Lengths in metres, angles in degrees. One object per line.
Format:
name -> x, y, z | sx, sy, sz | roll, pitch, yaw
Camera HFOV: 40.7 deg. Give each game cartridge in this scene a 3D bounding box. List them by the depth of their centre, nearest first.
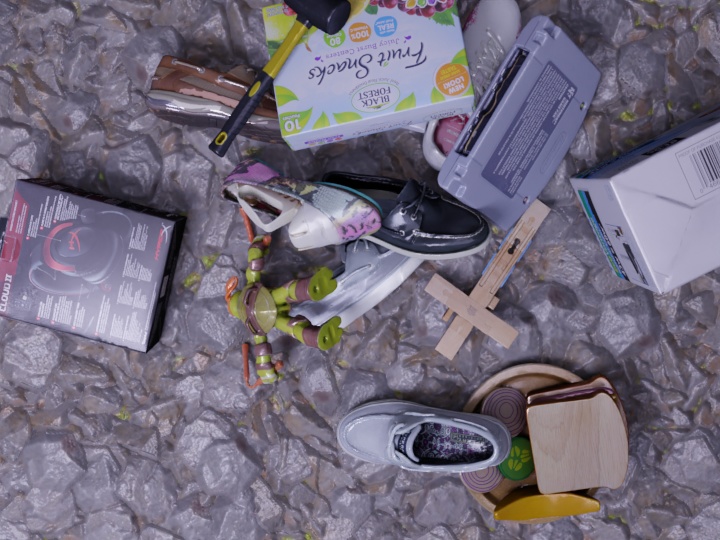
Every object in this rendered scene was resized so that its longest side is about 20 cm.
game cartridge -> 0.173, -0.149, 1.029 | 0.132, 0.041, 0.202 | 29, 94, -41

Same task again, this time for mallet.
mallet -> -0.079, -0.195, 0.959 | 0.065, 0.041, 0.202 | 28, 90, 17

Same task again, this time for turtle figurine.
turtle figurine -> -0.095, 0.029, 1.036 | 0.159, 0.064, 0.204 | 0, 90, 43

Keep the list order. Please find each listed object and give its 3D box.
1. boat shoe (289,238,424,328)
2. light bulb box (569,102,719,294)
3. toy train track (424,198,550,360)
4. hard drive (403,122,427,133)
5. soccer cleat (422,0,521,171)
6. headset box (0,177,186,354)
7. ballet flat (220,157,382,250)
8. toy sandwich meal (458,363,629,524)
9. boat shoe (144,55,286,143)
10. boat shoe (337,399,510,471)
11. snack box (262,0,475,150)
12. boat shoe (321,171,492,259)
boat shoe -> 0.000, 0.000, 1.067 | 0.200, 0.070, 0.072 | -39, 99, 7
light bulb box -> 0.341, -0.082, 0.992 | 0.196, 0.200, 0.127 | -26, 95, 3
toy train track -> 0.147, 0.010, 1.091 | 0.114, 0.033, 0.202 | 34, 90, 3
hard drive -> 0.031, -0.263, 1.042 | 0.129, 0.025, 0.204 | 14, 88, 1
soccer cleat -> 0.125, -0.200, 1.035 | 0.069, 0.086, 0.203 | 21, 96, -1
headset box -> -0.306, -0.010, 1.063 | 0.196, 0.075, 0.152 | 14, 96, -2
ballet flat -> -0.069, -0.063, 1.018 | 0.198, 0.070, 0.071 | 23, 58, 32
toy sandwich meal -> 0.205, 0.201, 1.090 | 0.201, 0.070, 0.210 | 0, 97, 0
boat shoe -> -0.129, -0.186, 1.043 | 0.196, 0.076, 0.073 | 11, 82, -13
boat shoe -> 0.063, 0.181, 1.061 | 0.197, 0.071, 0.072 | 1, 88, 18
snack box -> 0.008, -0.215, 0.991 | 0.196, 0.053, 0.145 | -12, 80, 6
boat shoe -> 0.043, -0.068, 1.025 | 0.197, 0.075, 0.067 | 17, 140, 27
